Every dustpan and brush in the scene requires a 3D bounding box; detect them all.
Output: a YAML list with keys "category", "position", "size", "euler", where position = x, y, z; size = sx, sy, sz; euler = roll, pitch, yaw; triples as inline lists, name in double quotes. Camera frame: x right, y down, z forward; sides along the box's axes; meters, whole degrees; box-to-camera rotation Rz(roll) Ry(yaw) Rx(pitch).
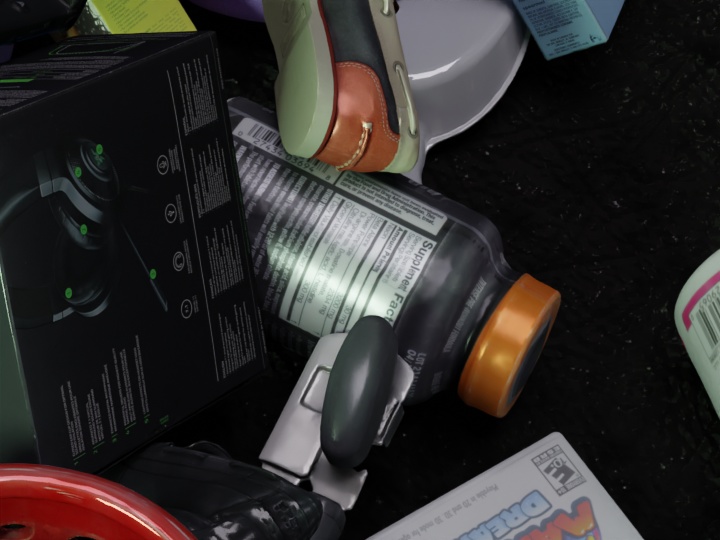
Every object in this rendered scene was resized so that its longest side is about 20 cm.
- category: "dustpan and brush"
  position: [0.026, -0.096, 1.409]
  size: [0.138, 0.057, 0.201]
  euler: [-1, 49, 6]

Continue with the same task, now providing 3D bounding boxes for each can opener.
- category: "can opener"
  position: [-0.037, 0.112, 1.206]
  size: [0.053, 0.067, 0.201]
  euler: [22, 70, 17]

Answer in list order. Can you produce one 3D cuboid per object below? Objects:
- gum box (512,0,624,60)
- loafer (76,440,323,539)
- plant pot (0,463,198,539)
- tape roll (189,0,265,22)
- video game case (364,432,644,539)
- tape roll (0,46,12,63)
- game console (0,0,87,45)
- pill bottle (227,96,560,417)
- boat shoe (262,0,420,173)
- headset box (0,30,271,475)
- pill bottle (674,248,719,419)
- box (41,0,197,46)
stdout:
- category: "gum box"
  position: [0.095, -0.247, 1.421]
  size: [0.044, 0.200, 0.170]
  euler: [-15, 32, 33]
- category: "loafer"
  position: [-0.085, 0.112, 1.186]
  size: [0.070, 0.200, 0.068]
  euler: [-30, 109, -26]
- category: "plant pot"
  position: [-0.148, 0.209, 1.096]
  size: [0.199, 0.183, 0.202]
  euler: [3, 57, -5]
- category: "tape roll"
  position: [-0.034, -0.231, 1.451]
  size: [0.199, 0.066, 0.201]
  euler: [-3, 49, 3]
- category: "video game case"
  position: [0.068, 0.192, 1.230]
  size: [0.199, 0.024, 0.182]
  euler: [-27, 63, -22]
- category: "tape roll"
  position: [-0.275, -0.128, 1.298]
  size: [0.199, 0.200, 0.066]
  euler: [17, 100, 4]
- category: "game console"
  position: [-0.202, -0.213, 1.224]
  size: [0.200, 0.119, 0.171]
  euler: [39, 28, 14]
- category: "pill bottle"
  position: [0.000, 0.000, 1.302]
  size: [0.199, 0.106, 0.106]
  euler: [27, 57, 10]
- category: "boat shoe"
  position: [-0.009, -0.132, 1.302]
  size: [0.062, 0.071, 0.201]
  euler: [11, 49, -21]
- category: "headset box"
  position: [-0.142, -0.004, 1.185]
  size: [0.092, 0.175, 0.200]
  euler: [0, 18, 32]
- category: "pill bottle"
  position: [0.243, 0.081, 1.274]
  size: [0.113, 0.114, 0.201]
  euler: [-13, 59, -15]
- category: "box"
  position: [-0.161, -0.178, 1.355]
  size: [0.050, 0.075, 0.201]
  euler: [-42, 109, -30]
